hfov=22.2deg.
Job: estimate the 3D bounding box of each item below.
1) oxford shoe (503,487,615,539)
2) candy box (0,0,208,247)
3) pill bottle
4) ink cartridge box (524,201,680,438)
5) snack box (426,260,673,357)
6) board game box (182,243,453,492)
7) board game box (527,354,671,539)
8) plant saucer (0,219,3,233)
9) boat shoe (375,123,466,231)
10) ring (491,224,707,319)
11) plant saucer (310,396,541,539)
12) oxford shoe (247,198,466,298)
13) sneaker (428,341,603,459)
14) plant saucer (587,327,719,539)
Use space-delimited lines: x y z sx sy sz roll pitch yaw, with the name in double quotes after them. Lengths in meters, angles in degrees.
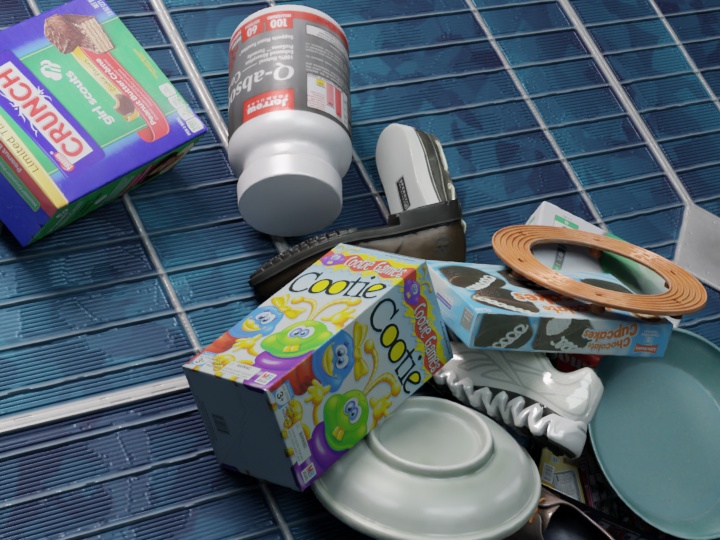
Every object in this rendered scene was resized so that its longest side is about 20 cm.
0.140 0.203 1.575 0.200 0.073 0.071 28 66 7 "oxford shoe"
-0.262 -0.135 1.606 0.169 0.077 0.200 51 45 5 "candy box"
-0.065 -0.138 1.705 0.116 0.116 0.200 13 51 -20 "pill bottle"
0.219 0.042 1.725 0.161 0.050 0.200 26 40 -9 "ink cartridge box"
0.161 0.034 1.620 0.200 0.037 0.116 4 22 -26 "snack box"
-0.031 0.076 1.532 0.200 0.103 0.105 -39 125 -35 "board game box"
0.228 0.151 1.703 0.135 0.035 0.200 26 48 -9 "board game box"
-0.330 -0.119 1.616 0.070 0.019 0.200 18 49 -16 "plant saucer"
0.069 -0.050 1.741 0.064 0.071 0.200 9 58 -35 "boat shoe"
0.214 0.003 1.658 0.200 0.019 0.200 12 19 -4 "ring"
0.055 0.155 1.541 0.200 0.050 0.200 5 30 -3 "plant saucer"
0.000 0.000 1.642 0.200 0.073 0.084 -14 93 -1 "oxford shoe"
0.125 0.093 1.618 0.200 0.075 0.081 25 81 33 "sneaker"
0.282 0.150 1.667 0.200 0.036 0.200 10 65 -23 "plant saucer"
